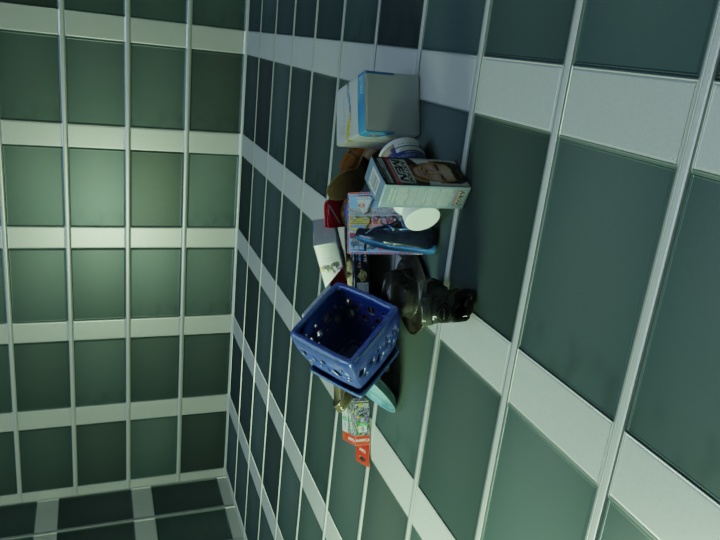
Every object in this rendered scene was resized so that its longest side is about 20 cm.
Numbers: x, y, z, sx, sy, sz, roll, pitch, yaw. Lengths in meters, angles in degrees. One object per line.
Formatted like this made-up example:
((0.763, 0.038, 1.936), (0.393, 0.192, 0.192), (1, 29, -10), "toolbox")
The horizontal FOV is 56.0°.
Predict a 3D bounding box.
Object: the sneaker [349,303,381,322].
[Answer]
((0.039, 0.124, 1.835), (0.200, 0.111, 0.072), (56, -157, -73), "sneaker")

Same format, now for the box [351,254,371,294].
((0.000, 0.000, 1.852), (0.200, 0.045, 0.161), (124, 144, -87), "box")

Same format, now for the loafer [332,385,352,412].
((-0.057, 0.318, 1.985), (0.076, 0.067, 0.202), (-43, 31, 47), "loafer")

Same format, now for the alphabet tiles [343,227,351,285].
((-0.037, -0.048, 1.983), (0.201, 0.014, 0.197), (-98, 5, -54), "alphabet tiles")

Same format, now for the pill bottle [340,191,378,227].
((0.030, -0.141, 1.766), (0.200, 0.111, 0.114), (-152, 63, -66), "pill bottle")

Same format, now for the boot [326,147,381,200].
((-0.032, -0.272, 1.851), (0.074, 0.199, 0.155), (58, 168, -29), "boot")

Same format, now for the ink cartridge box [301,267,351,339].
((-0.064, 0.117, 1.770), (0.057, 0.200, 0.164), (14, 135, 35), "ink cartridge box")

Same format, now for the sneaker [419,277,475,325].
((0.185, 0.066, 1.450), (0.200, 0.113, 0.077), (-63, -28, -77), "sneaker")

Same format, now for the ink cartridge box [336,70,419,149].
((0.039, -0.392, 1.684), (0.200, 0.145, 0.148), (179, 90, -68), "ink cartridge box")

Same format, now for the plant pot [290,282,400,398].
((-0.024, 0.178, 1.635), (0.199, 0.200, 0.181), (22, 143, 32), "plant pot")

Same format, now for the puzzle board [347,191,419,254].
((0.058, -0.115, 1.640), (0.017, 0.198, 0.153), (-6, -83, -67), "puzzle board")

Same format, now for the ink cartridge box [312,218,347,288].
((-0.081, -0.035, 1.907), (0.116, 0.067, 0.201), (-96, -5, -49), "ink cartridge box")

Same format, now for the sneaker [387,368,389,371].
((0.023, 0.235, 1.853), (0.200, 0.077, 0.078), (177, 103, -66), "sneaker")

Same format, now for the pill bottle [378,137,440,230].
((0.115, -0.195, 1.546), (0.111, 0.110, 0.202), (117, 145, -50), "pill bottle")

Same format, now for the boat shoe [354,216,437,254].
((0.086, -0.083, 1.583), (0.084, 0.198, 0.070), (34, -113, -74), "boat shoe")

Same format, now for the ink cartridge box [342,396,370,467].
((-0.014, 0.467, 1.983), (0.109, 0.050, 0.203), (174, 96, -68), "ink cartridge box")

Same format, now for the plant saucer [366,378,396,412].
((0.021, 0.295, 1.777), (0.199, 0.027, 0.201), (38, 162, 15), "plant saucer")

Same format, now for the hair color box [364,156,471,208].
((0.119, -0.183, 1.416), (0.100, 0.198, 0.061), (-113, 31, -42), "hair color box")

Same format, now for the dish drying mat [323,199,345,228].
((-0.041, -0.161, 1.876), (0.018, 0.199, 0.078), (-2, 96, 30), "dish drying mat")

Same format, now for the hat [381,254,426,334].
((0.096, 0.057, 1.647), (0.200, 0.080, 0.203), (179, 90, -67), "hat")
